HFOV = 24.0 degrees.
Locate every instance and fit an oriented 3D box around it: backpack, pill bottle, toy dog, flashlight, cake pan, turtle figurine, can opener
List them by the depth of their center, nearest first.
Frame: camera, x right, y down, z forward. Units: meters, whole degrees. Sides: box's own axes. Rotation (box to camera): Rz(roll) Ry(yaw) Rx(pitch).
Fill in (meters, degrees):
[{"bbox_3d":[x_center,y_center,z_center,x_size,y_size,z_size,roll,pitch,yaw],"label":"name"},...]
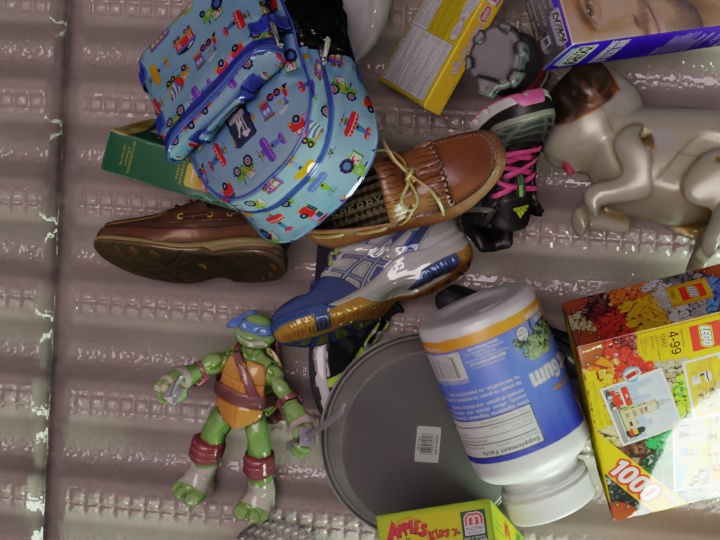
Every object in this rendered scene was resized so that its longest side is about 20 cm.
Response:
[{"bbox_3d":[-0.083,-0.133,1.448,0.183,0.134,0.200,-38,55,29],"label":"backpack"},{"bbox_3d":[0.131,-0.188,1.502,0.068,0.200,0.068,-30,86,9],"label":"flashlight"},{"bbox_3d":[0.137,0.121,1.512,0.112,0.112,0.200,-21,99,11],"label":"pill bottle"},{"bbox_3d":[0.255,-0.111,1.516,0.200,0.140,0.194,28,87,9],"label":"toy dog"},{"bbox_3d":[0.160,0.066,1.577,0.200,0.063,0.079,28,98,8],"label":"can opener"},{"bbox_3d":[-0.121,0.150,1.578,0.144,0.200,0.194,0,119,-21],"label":"turtle figurine"},{"bbox_3d":[0.062,0.158,1.579,0.200,0.037,0.201,-1,96,-9],"label":"cake pan"}]

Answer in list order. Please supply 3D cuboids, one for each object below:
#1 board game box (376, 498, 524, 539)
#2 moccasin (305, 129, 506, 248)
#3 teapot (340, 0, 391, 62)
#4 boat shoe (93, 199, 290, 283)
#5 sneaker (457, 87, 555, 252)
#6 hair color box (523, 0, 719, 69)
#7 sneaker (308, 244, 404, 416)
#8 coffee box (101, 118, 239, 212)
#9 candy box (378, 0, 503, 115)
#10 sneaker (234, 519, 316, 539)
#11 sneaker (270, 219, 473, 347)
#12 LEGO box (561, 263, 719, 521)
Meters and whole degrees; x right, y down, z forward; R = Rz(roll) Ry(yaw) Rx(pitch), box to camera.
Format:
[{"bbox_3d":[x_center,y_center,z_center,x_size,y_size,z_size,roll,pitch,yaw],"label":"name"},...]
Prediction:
[{"bbox_3d":[0.087,0.254,1.527,0.101,0.200,0.048,-10,70,11],"label":"board game box"},{"bbox_3d":[0.032,-0.073,1.468,0.201,0.078,0.074,-13,82,26],"label":"moccasin"},{"bbox_3d":[-0.055,-0.280,1.567,0.200,0.146,0.197,28,124,-12],"label":"teapot"},{"bbox_3d":[-0.159,-0.031,1.636,0.200,0.072,0.068,2,59,18],"label":"boat shoe"},{"bbox_3d":[0.133,-0.083,1.507,0.074,0.200,0.088,-11,63,-22],"label":"sneaker"},{"bbox_3d":[0.244,-0.248,1.491,0.200,0.065,0.109,-11,79,-22],"label":"hair color box"},{"bbox_3d":[-0.001,0.047,1.602,0.083,0.072,0.200,3,93,9],"label":"sneaker"},{"bbox_3d":[-0.131,-0.093,1.593,0.200,0.123,0.044,17,104,11],"label":"coffee box"},{"bbox_3d":[0.093,-0.247,1.562,0.026,0.102,0.200,25,99,-29],"label":"candy box"},{"bbox_3d":[-0.040,0.318,1.622,0.200,0.070,0.100,24,132,25],"label":"sneaker"},{"bbox_3d":[0.000,0.000,1.553,0.200,0.075,0.088,-25,73,-12],"label":"sneaker"},{"bbox_3d":[0.272,0.109,1.498,0.149,0.077,0.200,-14,121,4],"label":"LEGO box"}]
